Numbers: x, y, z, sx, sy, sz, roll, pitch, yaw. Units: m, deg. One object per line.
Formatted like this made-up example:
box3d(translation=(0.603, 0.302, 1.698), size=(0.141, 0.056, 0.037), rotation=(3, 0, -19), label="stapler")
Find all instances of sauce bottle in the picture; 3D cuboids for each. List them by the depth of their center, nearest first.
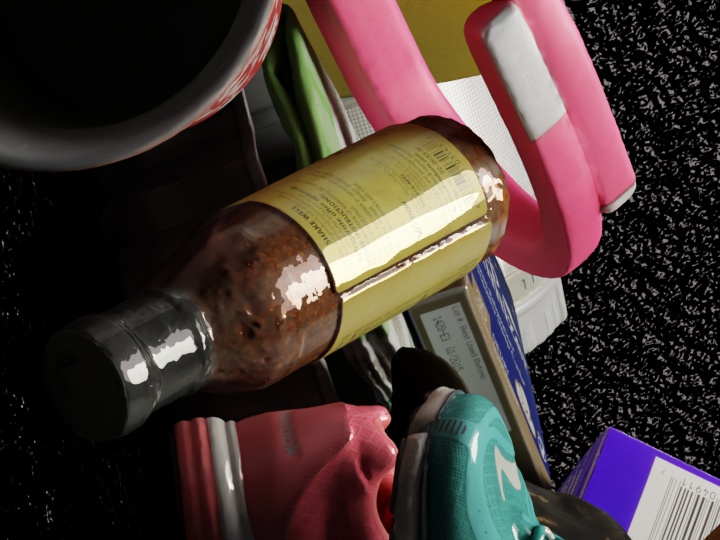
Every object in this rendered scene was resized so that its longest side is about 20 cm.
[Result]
box3d(translation=(-0.028, 0.002, 0.931), size=(0.200, 0.066, 0.066), rotation=(-26, 102, -45), label="sauce bottle")

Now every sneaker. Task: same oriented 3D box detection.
box3d(translation=(0.070, 0.116, 0.850), size=(0.200, 0.080, 0.078), rotation=(61, 36, -28), label="sneaker")
box3d(translation=(0.001, 0.121, 0.926), size=(0.074, 0.087, 0.200), rotation=(-101, 172, -47), label="sneaker")

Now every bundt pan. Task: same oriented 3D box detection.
box3d(translation=(-0.056, -0.011, 1.082), size=(0.202, 0.076, 0.202), rotation=(-15, 90, -84), label="bundt pan")

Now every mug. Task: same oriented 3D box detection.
box3d(translation=(-0.089, -0.119, 0.849), size=(0.200, 0.133, 0.178), rotation=(-29, 104, -87), label="mug")

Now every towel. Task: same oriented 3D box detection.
box3d(translation=(0.000, 0.000, 1.115), size=(0.200, 0.031, 0.149), rotation=(61, 11, -55), label="towel")

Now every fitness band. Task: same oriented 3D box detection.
box3d(translation=(0.035, -0.083, 1.026), size=(0.144, 0.037, 0.200), rotation=(33, -24, 47), label="fitness band")

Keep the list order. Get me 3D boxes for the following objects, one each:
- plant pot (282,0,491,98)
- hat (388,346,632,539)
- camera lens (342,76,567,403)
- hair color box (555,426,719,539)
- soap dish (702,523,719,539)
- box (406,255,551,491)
box3d(translation=(-0.038, -0.183, 1.183), size=(0.200, 0.176, 0.200), rotation=(58, 11, -67), label="plant pot")
box3d(translation=(0.060, 0.122, 0.997), size=(0.201, 0.081, 0.201), rotation=(177, -90, -77), label="hat")
box3d(translation=(0.013, -0.050, 1.415), size=(0.160, 0.160, 0.200), rotation=(-89, 162, -71), label="camera lens")
box3d(translation=(0.116, 0.154, 1.169), size=(0.200, 0.109, 0.065), rotation=(117, -1, -61), label="hair color box")
box3d(translation=(0.148, 0.182, 0.959), size=(0.157, 0.081, 0.200), rotation=(-53, -156, 41), label="soap dish")
box3d(translation=(0.044, 0.003, 1.197), size=(0.200, 0.032, 0.121), rotation=(-100, 168, -57), label="box")
